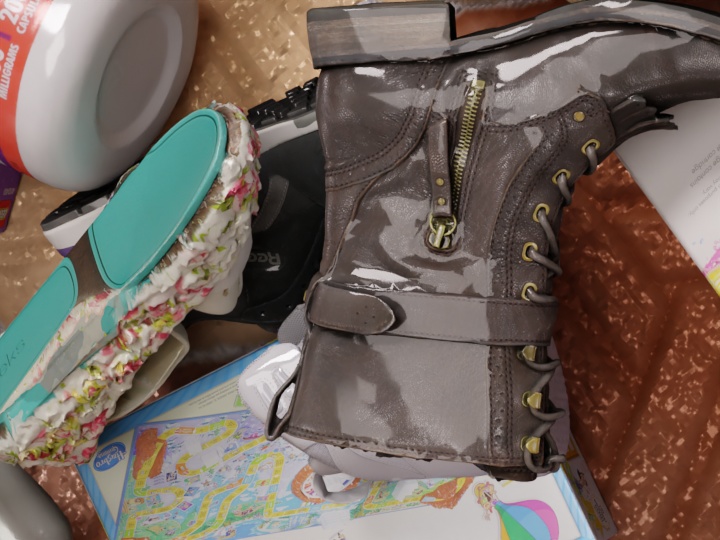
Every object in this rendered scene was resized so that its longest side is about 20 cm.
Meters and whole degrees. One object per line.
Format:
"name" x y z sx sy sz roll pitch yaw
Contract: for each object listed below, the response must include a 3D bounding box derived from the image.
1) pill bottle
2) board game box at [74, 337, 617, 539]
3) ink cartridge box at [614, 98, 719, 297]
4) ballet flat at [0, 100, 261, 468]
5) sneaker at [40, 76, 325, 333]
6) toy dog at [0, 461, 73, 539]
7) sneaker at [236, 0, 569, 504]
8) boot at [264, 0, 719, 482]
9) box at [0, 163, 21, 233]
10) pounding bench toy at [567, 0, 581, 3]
"pill bottle" -0.175 -0.117 1.247 0.200 0.112 0.113 24 101 21
"board game box" -0.010 0.092 1.246 0.200 0.034 0.135 -26 84 19
"ink cartridge box" 0.186 0.011 1.093 0.067 0.117 0.200 -43 55 15
"ballet flat" -0.088 0.009 1.202 0.200 0.064 0.076 -46 38 31
"sneaker" -0.029 -0.025 1.238 0.200 0.076 0.088 -23 101 22
"toy dog" -0.223 0.072 1.280 0.096 0.132 0.200 -44 61 4
"sneaker" 0.000 0.000 1.165 0.115 0.075 0.200 -16 104 20
"boot" 0.063 -0.011 1.075 0.199 0.069 0.175 0 94 14
"box" -0.263 -0.062 1.273 0.200 0.137 0.039 20 99 18
"pounding bench toy" 0.077 -0.222 1.127 0.124 0.156 0.200 43 106 44
